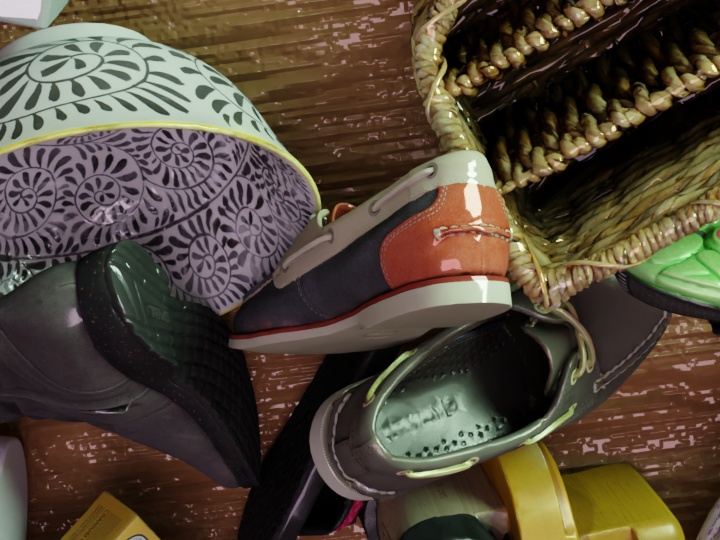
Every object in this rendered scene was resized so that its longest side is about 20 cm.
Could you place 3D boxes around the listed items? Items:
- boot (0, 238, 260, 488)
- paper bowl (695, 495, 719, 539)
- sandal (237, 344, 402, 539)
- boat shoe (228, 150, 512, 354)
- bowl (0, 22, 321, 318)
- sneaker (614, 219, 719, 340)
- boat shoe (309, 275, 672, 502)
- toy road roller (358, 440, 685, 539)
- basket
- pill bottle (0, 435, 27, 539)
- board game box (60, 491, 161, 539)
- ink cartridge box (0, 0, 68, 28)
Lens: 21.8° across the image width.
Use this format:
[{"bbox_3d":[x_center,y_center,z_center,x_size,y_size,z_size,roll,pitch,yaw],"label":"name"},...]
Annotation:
[{"bbox_3d":[-0.132,0.055,0.877,0.131,0.070,0.200,-16,144,13],"label":"boot"},{"bbox_3d":[0.261,0.165,0.888,0.199,0.104,0.202,-8,117,-16],"label":"paper bowl"},{"bbox_3d":[-0.007,0.083,0.916,0.045,0.075,0.201,24,106,-19],"label":"sandal"},{"bbox_3d":[0.000,0.000,0.813,0.071,0.200,0.063,-2,81,-29],"label":"boat shoe"},{"bbox_3d":[-0.123,-0.049,0.840,0.199,0.201,0.095,-17,65,7],"label":"bowl"},{"bbox_3d":[0.195,0.022,0.861,0.199,0.077,0.084,14,124,-29],"label":"sneaker"},{"bbox_3d":[0.073,0.046,0.859,0.201,0.060,0.072,-26,89,-25],"label":"boat shoe"},{"bbox_3d":[0.085,0.175,0.920,0.145,0.123,0.202,-10,108,-7],"label":"toy road roller"},{"bbox_3d":[0.122,-0.106,0.804,0.199,0.149,0.143,-28,106,11],"label":"basket"},{"bbox_3d":[-0.268,0.119,0.911,0.198,0.112,0.113,3,109,0],"label":"pill bottle"},{"bbox_3d":[-0.109,0.231,0.921,0.153,0.040,0.200,-48,122,-15],"label":"board game box"},{"bbox_3d":[-0.175,-0.220,0.773,0.144,0.145,0.201,11,109,-3],"label":"ink cartridge box"}]
